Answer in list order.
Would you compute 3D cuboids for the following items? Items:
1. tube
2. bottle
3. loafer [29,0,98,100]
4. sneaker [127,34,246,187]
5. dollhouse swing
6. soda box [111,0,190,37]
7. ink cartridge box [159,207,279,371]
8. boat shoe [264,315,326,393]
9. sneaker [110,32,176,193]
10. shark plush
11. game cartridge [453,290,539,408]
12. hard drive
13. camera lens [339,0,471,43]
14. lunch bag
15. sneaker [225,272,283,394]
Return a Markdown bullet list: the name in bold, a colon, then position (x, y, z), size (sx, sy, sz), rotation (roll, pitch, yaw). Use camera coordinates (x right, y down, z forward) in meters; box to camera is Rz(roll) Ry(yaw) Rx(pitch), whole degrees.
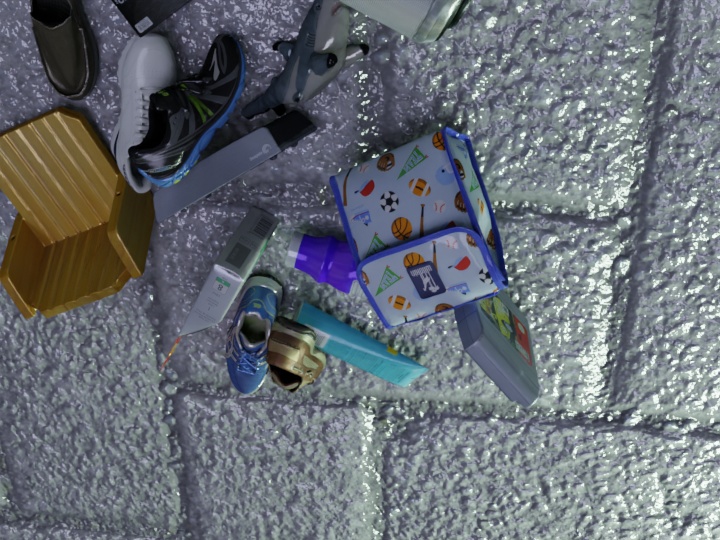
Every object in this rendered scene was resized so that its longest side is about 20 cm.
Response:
- **tube**: position (-0.006, 0.110, 1.371), size (0.198, 0.051, 0.077), rotation (28, 152, -9)
- **bottle**: position (0.000, 0.000, 1.282), size (0.198, 0.066, 0.084), rotation (18, 166, 0)
- **loafer**: position (-0.370, -0.296, 1.172), size (0.074, 0.070, 0.202), rotation (2, 122, 9)
- **sneaker**: position (-0.204, -0.197, 1.150), size (0.083, 0.071, 0.201), rotation (37, 81, -37)
- **dollhouse swing**: position (-0.402, -0.074, 1.266), size (0.198, 0.183, 0.176), rotation (-17, 137, 20)
- **soda box**: position (-0.189, -0.351, 1.104), size (0.199, 0.071, 0.064), rotation (-28, 112, 24)
- **ink cartridge box**: position (-0.186, 0.032, 1.288), size (0.050, 0.161, 0.201), rotation (28, 122, -4)
- **boat shoe**: position (-0.097, 0.127, 1.331), size (0.075, 0.075, 0.200), rotation (18, 161, 13)
- **sneaker**: position (-0.261, -0.193, 1.198), size (0.075, 0.081, 0.201), rotation (-2, 132, -21)
- **shark plush**: position (-0.072, -0.250, 1.173), size (0.084, 0.091, 0.200), rotation (54, 138, 1)
- **game cartridge**: position (0.167, 0.070, 1.224), size (0.041, 0.201, 0.133), rotation (-40, 109, 21)
- **hard drive**: position (-0.159, -0.131, 1.201), size (0.199, 0.135, 0.043), rotation (-26, 100, 27)
- **camera lens**: position (0.033, -0.346, 1.015), size (0.198, 0.161, 0.161), rotation (26, 123, -6)
- **lunch bag**: position (0.074, -0.047, 1.170), size (0.168, 0.124, 0.202), rotation (-19, 83, 24)
- **sneaker**: position (-0.159, 0.102, 1.376), size (0.075, 0.077, 0.202), rotation (12, 124, 1)
